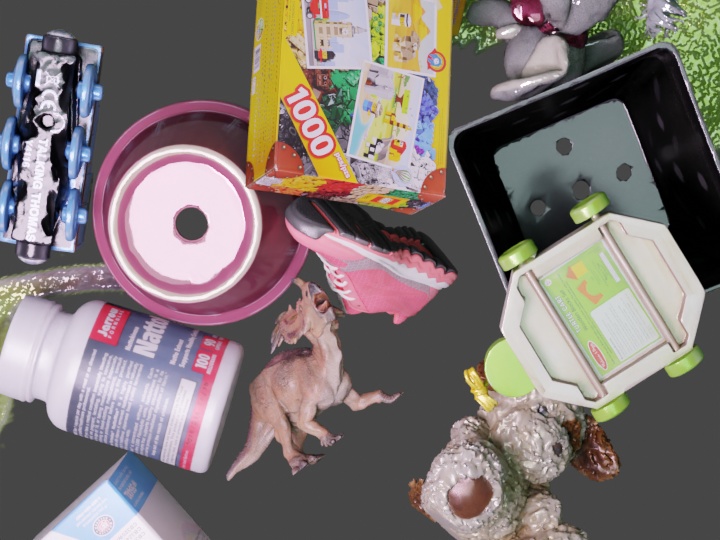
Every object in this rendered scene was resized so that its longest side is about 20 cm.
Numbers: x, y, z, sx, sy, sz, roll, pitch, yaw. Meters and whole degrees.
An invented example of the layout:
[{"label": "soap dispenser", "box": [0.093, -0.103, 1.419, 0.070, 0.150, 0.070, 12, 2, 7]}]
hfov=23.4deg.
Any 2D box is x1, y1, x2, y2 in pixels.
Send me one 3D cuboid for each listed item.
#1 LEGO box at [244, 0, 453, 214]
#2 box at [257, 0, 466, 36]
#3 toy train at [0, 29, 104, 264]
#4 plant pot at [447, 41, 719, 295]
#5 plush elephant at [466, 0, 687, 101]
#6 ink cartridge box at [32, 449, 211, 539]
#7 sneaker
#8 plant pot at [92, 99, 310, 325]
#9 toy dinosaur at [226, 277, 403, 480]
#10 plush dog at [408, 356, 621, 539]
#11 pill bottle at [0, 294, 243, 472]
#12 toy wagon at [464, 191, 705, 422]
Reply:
[{"label": "LEGO box", "box": [-0.007, -0.158, 1.397, 0.147, 0.077, 0.203, 7, 78, -21]}, {"label": "box", "box": [-0.001, -0.261, 1.471, 0.198, 0.042, 0.120, -3, 128, -19]}, {"label": "toy train", "box": [-0.269, -0.108, 1.509, 0.086, 0.114, 0.203, 8, 96, -3]}, {"label": "plant pot", "box": [0.195, -0.064, 1.473, 0.198, 0.177, 0.202, -22, 96, 3]}, {"label": "plush elephant", "box": [0.161, -0.221, 1.464, 0.200, 0.164, 0.155, 49, 114, 17]}, {"label": "ink cartridge box", "box": [-0.192, 0.286, 1.542, 0.128, 0.125, 0.200, -42, 93, 5]}, {"label": "sneaker", "box": [0.000, 0.000, 1.495, 0.199, 0.074, 0.087, 22, 112, -45]}, {"label": "plant pot", "box": [-0.139, -0.046, 1.481, 0.197, 0.179, 0.203, 0, 95, 2]}, {"label": "toy dinosaur", "box": [-0.058, 0.098, 1.543, 0.200, 0.086, 0.136, -41, 82, 28]}, {"label": "plush dog", "box": [0.134, 0.164, 1.535, 0.200, 0.160, 0.172, 43, 80, -31]}, {"label": "pill bottle", "box": [-0.212, 0.093, 1.526, 0.198, 0.120, 0.121, 17, 96, -1]}, {"label": "toy wagon", "box": [0.171, 0.041, 1.377, 0.199, 0.040, 0.156, -32, 94, 5]}]
